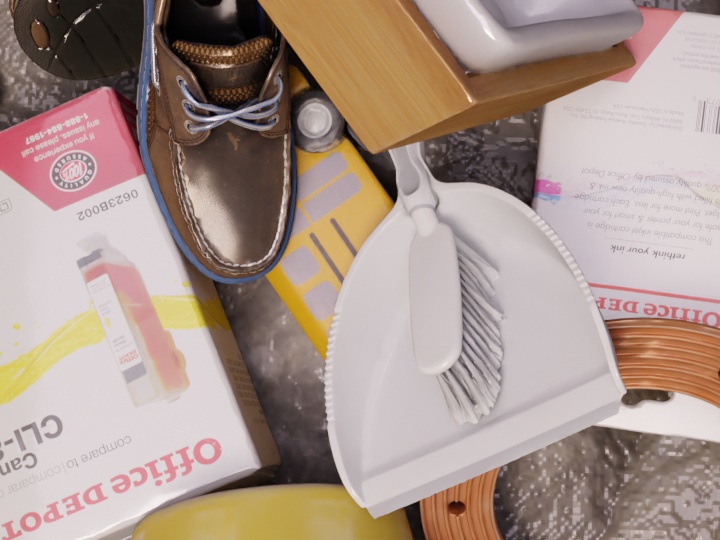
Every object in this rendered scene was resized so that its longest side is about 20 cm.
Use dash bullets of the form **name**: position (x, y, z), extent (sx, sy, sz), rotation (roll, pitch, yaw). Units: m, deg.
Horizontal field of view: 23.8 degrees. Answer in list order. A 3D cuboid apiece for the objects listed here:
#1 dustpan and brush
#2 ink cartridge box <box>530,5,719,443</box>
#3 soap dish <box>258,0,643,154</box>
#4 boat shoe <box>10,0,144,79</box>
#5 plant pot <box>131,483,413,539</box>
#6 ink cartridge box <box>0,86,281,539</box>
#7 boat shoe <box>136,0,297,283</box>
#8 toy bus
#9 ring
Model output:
- **dustpan and brush**: position (0.034, -0.007, 0.767), extent (0.139, 0.057, 0.201), rotation (-27, 46, 25)
- **ink cartridge box**: position (0.139, -0.021, 0.831), extent (0.116, 0.068, 0.201), rotation (8, 84, 5)
- **soap dish**: position (0.028, -0.131, 0.732), extent (0.081, 0.200, 0.158), rotation (-41, 81, 28)
- **boat shoe**: position (-0.080, -0.158, 0.848), extent (0.199, 0.074, 0.076), rotation (-16, 126, -16)
- **plant pot**: position (-0.033, 0.203, 0.770), extent (0.200, 0.201, 0.190), rotation (-7, 69, 4)
- **ink cartridge box**: position (-0.142, 0.034, 0.839), extent (0.145, 0.083, 0.201), rotation (-23, 83, 2)
- **boat shoe**: position (-0.066, -0.090, 0.767), extent (0.072, 0.072, 0.201), rotation (-11, 99, -11)
- **toy bus**: position (0.000, 0.000, 0.841), extent (0.078, 0.065, 0.200), rotation (-35, 84, 2)
- **ring**: position (0.127, 0.104, 0.796), extent (0.199, 0.019, 0.201), rotation (2, 122, 4)
